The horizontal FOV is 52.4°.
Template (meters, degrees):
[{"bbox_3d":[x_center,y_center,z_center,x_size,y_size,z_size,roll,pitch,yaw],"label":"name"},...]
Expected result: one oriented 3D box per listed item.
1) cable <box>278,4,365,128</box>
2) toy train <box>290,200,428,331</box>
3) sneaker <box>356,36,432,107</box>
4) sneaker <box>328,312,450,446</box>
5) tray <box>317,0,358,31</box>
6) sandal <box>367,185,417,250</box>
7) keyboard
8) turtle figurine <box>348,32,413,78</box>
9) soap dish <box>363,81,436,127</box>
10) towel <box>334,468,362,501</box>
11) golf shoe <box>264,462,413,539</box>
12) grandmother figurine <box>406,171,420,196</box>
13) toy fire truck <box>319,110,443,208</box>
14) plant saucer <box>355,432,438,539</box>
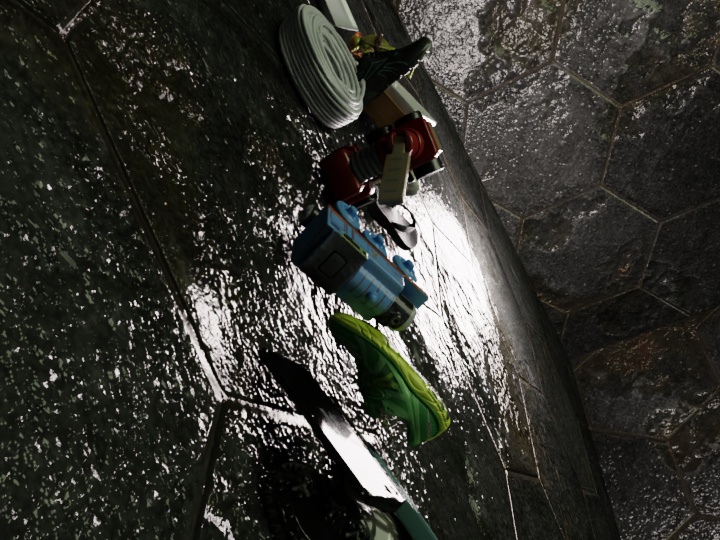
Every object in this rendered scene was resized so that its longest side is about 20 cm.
[{"bbox_3d":[-0.063,-0.334,1.203,0.201,0.068,0.202,54,23,-34],"label":"cable"},{"bbox_3d":[0.000,0.000,0.914,0.200,0.087,0.115,42,20,-19],"label":"toy train"},{"bbox_3d":[0.040,-0.373,1.343,0.080,0.199,0.075,54,11,-9],"label":"sneaker"},{"bbox_3d":[0.025,0.135,0.895,0.200,0.083,0.074,48,0,-2],"label":"sneaker"},{"bbox_3d":[-0.055,-0.562,1.563,0.109,0.022,0.200,66,18,-9],"label":"tray"},{"bbox_3d":[0.068,-0.093,1.336,0.200,0.042,0.077,36,36,-58],"label":"sandal"},{"bbox_3d":[-0.032,0.158,0.687,0.104,0.040,0.200,35,9,-49],"label":"keyboard"},{"bbox_3d":[0.041,-0.461,1.530,0.159,0.065,0.200,18,21,-4],"label":"turtle figurine"},{"bbox_3d":[0.067,-0.328,1.486,0.158,0.081,0.200,48,15,9],"label":"soap dish"},{"bbox_3d":[0.028,0.309,0.766,0.194,0.034,0.201,56,22,-32],"label":"towel"},{"bbox_3d":[-0.008,0.242,0.663,0.200,0.078,0.095,46,5,-8],"label":"golf shoe"},{"bbox_3d":[0.101,-0.223,1.565,0.121,0.060,0.201,44,25,-26],"label":"grandmother figurine"},{"bbox_3d":[0.023,-0.144,1.054,0.130,0.174,0.200,68,18,0],"label":"toy fire truck"},{"bbox_3d":[0.045,0.233,0.711,0.070,0.019,0.200,56,-6,-37],"label":"plant saucer"}]
